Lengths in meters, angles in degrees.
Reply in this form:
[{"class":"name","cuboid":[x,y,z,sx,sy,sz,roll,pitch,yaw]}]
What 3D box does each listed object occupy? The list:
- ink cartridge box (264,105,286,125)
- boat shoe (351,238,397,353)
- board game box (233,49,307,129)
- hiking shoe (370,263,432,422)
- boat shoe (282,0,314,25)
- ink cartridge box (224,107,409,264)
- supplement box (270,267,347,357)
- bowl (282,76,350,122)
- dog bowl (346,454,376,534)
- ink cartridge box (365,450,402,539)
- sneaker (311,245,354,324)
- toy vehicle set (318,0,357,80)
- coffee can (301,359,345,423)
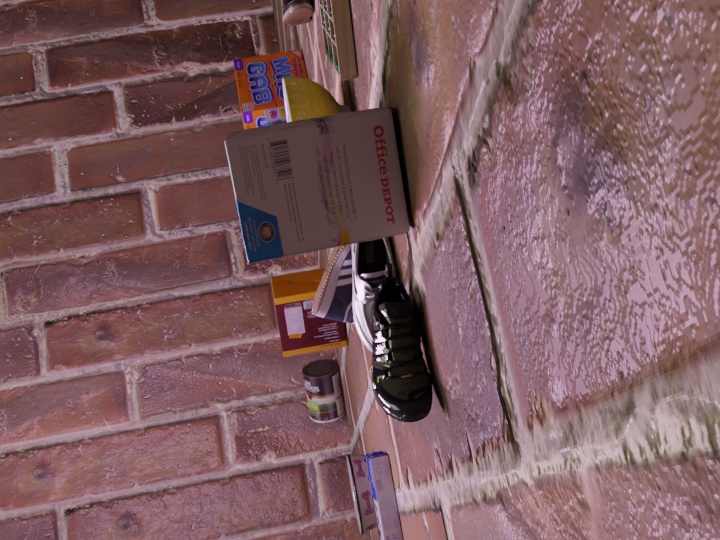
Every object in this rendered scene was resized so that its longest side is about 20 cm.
[{"class":"ink cartridge box","cuboid":[-0.162,-0.318,2.168,0.076,0.134,0.203,80,179,-75]},{"class":"boat shoe","cuboid":[0.017,0.018,1.195,0.065,0.072,0.203,85,173,-78]},{"class":"board game box","cuboid":[-0.241,-0.469,2.408,0.201,0.196,0.202,89,170,-59]},{"class":"hiking shoe","cuboid":[0.042,0.089,1.042,0.102,0.074,0.202,81,177,-46]},{"class":"boat shoe","cuboid":[-0.139,-0.573,1.839,0.200,0.071,0.066,-96,-7,-80]},{"class":"ink cartridge box","cuboid":[-0.053,-0.110,1.038,0.145,0.197,0.150,-114,15,-77]},{"class":"supplement box","cuboid":[-0.150,0.121,2.496,0.133,0.194,0.203,-109,12,-61]},{"class":"bowl","cuboid":[-0.067,-0.235,1.454,0.200,0.106,0.204,170,90,-84]},{"class":"dog bowl","cuboid":[0.017,0.566,2.175,0.200,0.073,0.204,170,90,-84]},{"class":"ink cartridge box","cuboid":[0.051,0.497,1.828,0.094,0.043,0.203,132,128,-81]},{"class":"sneaker","cuboid":[0.000,0.000,1.449,0.070,0.107,0.202,-108,39,-70]},{"class":"toy vehicle set","cuboid":[-0.039,-0.382,1.325,0.201,0.026,0.126,-110,12,-64]},{"class":"coffee can","cuboid":[-0.142,0.470,3.314,0.147,0.144,0.203,-114,15,-70]}]
